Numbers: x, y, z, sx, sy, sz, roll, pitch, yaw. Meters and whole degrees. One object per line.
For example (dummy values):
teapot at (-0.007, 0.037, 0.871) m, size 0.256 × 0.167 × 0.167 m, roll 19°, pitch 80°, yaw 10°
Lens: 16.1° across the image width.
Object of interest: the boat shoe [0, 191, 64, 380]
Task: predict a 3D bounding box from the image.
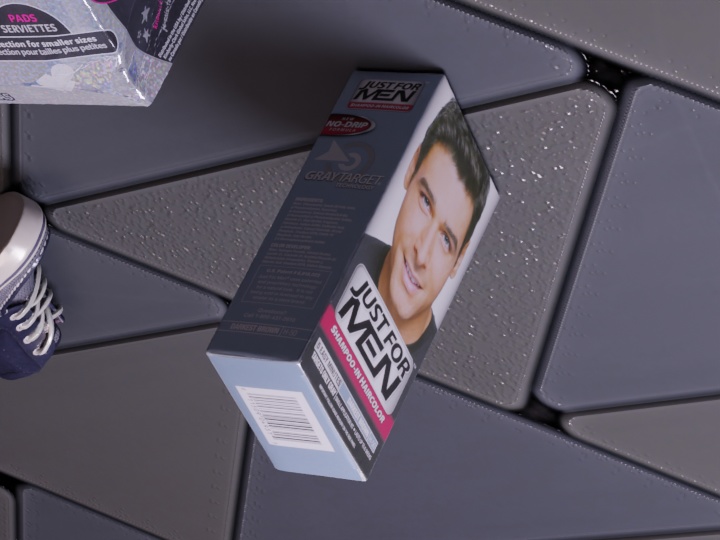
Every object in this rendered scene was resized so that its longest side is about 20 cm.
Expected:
boat shoe at (-0.222, 0.014, 1.649) m, size 0.092 × 0.075 × 0.200 m, roll 30°, pitch 155°, yaw -19°

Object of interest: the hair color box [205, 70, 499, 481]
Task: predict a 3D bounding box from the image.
hair color box at (0.000, 0.000, 1.349) m, size 0.060 × 0.201 × 0.099 m, roll 4°, pitch 141°, yaw 30°

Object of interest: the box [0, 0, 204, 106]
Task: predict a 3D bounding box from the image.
box at (-0.187, -0.168, 1.307) m, size 0.199 × 0.133 × 0.115 m, roll 3°, pitch 142°, yaw 31°
